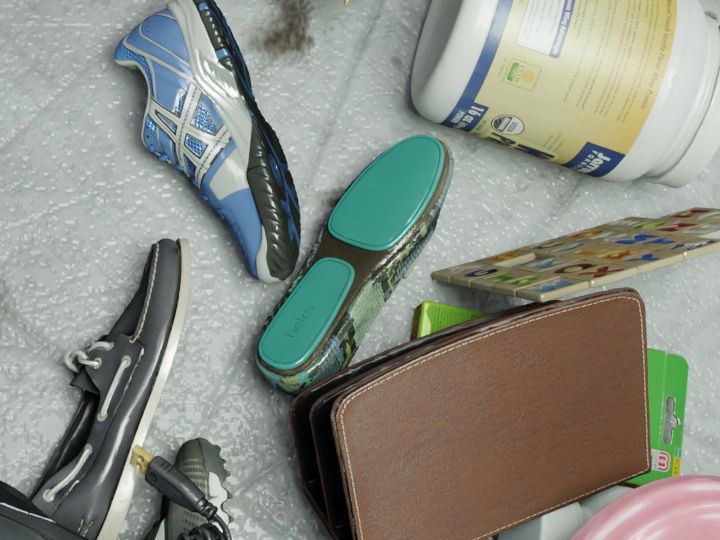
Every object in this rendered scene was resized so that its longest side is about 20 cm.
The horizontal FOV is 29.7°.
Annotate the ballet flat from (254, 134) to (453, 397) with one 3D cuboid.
[{"bbox_3d":[0.000,0.000,0.901,0.074,0.074,0.200,38,73,-2],"label":"ballet flat"}]

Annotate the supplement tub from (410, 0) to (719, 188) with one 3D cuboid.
[{"bbox_3d":[0.148,-0.145,0.934,0.198,0.144,0.146,18,72,-9],"label":"supplement tub"}]

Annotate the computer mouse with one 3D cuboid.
[{"bbox_3d":[-0.169,0.153,0.764,0.199,0.046,0.141,30,94,21],"label":"computer mouse"}]

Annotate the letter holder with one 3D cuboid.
[{"bbox_3d":[0.063,0.074,0.817,0.198,0.101,0.143,-19,122,-16],"label":"letter holder"}]

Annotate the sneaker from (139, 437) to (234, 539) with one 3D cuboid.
[{"bbox_3d":[-0.128,0.196,0.810,0.090,0.066,0.202,11,75,-14],"label":"sneaker"}]

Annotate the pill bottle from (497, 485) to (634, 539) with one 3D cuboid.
[{"bbox_3d":[0.190,0.202,0.870,0.198,0.112,0.113,16,72,-10],"label":"pill bottle"}]

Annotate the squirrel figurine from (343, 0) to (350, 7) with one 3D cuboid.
[{"bbox_3d":[-0.051,-0.262,0.889,0.199,0.187,0.142,26,70,-7],"label":"squirrel figurine"}]

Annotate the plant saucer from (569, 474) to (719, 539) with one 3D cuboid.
[{"bbox_3d":[0.188,0.219,0.770,0.199,0.051,0.203,-4,101,-20],"label":"plant saucer"}]

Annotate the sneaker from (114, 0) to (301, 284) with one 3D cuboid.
[{"bbox_3d":[-0.097,-0.082,0.901,0.076,0.076,0.202,-23,84,7],"label":"sneaker"}]

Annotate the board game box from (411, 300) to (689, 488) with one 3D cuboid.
[{"bbox_3d":[0.128,0.088,0.929,0.198,0.030,0.096,12,75,-9],"label":"board game box"}]

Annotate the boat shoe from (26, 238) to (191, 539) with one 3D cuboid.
[{"bbox_3d":[-0.154,0.068,0.836,0.062,0.073,0.202,18,76,-13],"label":"boat shoe"}]

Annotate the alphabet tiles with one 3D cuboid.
[{"bbox_3d":[0.167,-0.015,0.897,0.198,0.167,0.008,-16,99,-18],"label":"alphabet tiles"}]
